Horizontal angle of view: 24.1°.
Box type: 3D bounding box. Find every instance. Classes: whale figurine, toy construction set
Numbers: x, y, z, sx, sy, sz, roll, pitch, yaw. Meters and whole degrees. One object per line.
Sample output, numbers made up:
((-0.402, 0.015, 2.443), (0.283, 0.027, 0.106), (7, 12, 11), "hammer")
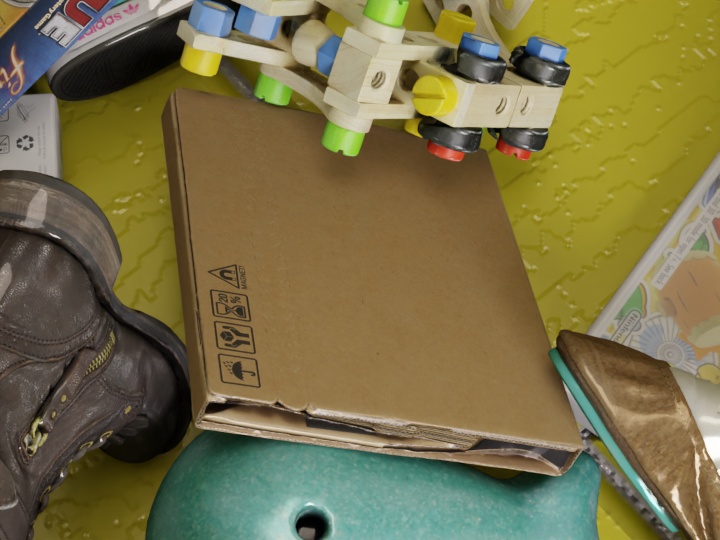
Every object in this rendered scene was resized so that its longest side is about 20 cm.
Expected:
((0.012, 0.112, 0.689), (0.198, 0.104, 0.160), (-2, 68, -8), "whale figurine")
((0.023, -0.107, 0.796), (0.131, 0.093, 0.199), (28, 34, 30), "toy construction set")

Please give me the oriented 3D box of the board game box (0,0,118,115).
((-0.191, -0.167, 0.804), (0.135, 0.035, 0.200), (-42, 54, 9), "board game box")

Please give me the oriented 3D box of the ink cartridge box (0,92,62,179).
((-0.238, -0.027, 0.786), (0.198, 0.039, 0.100), (-3, 63, -6), "ink cartridge box")

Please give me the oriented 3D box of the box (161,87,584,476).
((0.000, 0.000, 0.732), (0.162, 0.021, 0.201), (10, 38, -19), "box")

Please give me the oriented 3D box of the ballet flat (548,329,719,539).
((0.156, 0.098, 0.695), (0.072, 0.068, 0.201), (-31, 88, 11), "ballet flat")

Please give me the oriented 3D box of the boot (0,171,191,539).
((-0.134, 0.079, 0.640), (0.069, 0.200, 0.175), (6, 59, 17), "boot")

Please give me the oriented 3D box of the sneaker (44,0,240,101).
((-0.088, -0.178, 0.850), (0.199, 0.084, 0.121), (-26, 77, -14), "sneaker")

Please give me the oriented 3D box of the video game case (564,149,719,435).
((0.214, 0.034, 0.787), (0.181, 0.023, 0.200), (34, 66, 13), "video game case")
